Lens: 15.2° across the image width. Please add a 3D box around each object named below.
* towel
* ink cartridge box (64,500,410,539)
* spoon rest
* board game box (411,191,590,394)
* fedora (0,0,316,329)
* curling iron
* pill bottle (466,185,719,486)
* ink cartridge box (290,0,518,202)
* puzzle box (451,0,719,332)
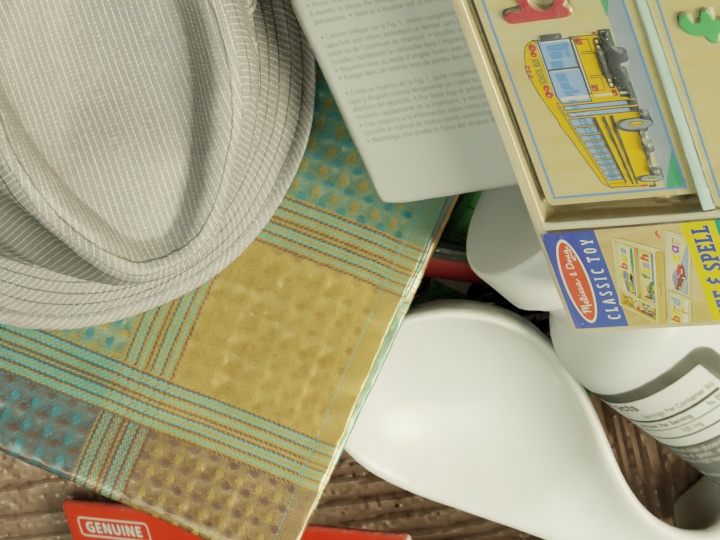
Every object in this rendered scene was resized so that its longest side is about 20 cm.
[{"bbox_3d":[-0.052,-0.005,1.021,0.146,0.022,0.201,24,85,-5],"label":"towel"},{"bbox_3d":[-0.045,0.193,1.178,0.199,0.044,0.174,2,118,37],"label":"ink cartridge box"},{"bbox_3d":[0.076,0.072,1.089,0.199,0.061,0.099,26,127,-28],"label":"spoon rest"},{"bbox_3d":[0.025,-0.030,1.113,0.199,0.023,0.105,27,115,0],"label":"board game box"},{"bbox_3d":[-0.092,-0.064,0.930,0.176,0.090,0.201,-15,109,-13],"label":"fedora"},{"bbox_3d":[0.000,0.000,1.071,0.199,0.026,0.050,12,123,-17],"label":"curling iron"},{"bbox_3d":[0.146,0.017,1.036,0.200,0.116,0.116,36,118,-20],"label":"pill bottle"},{"bbox_3d":[0.064,-0.115,0.912,0.199,0.044,0.174,-7,120,33],"label":"ink cartridge box"},{"bbox_3d":[0.101,-0.069,0.882,0.133,0.025,0.201,-4,123,32],"label":"puzzle box"}]
